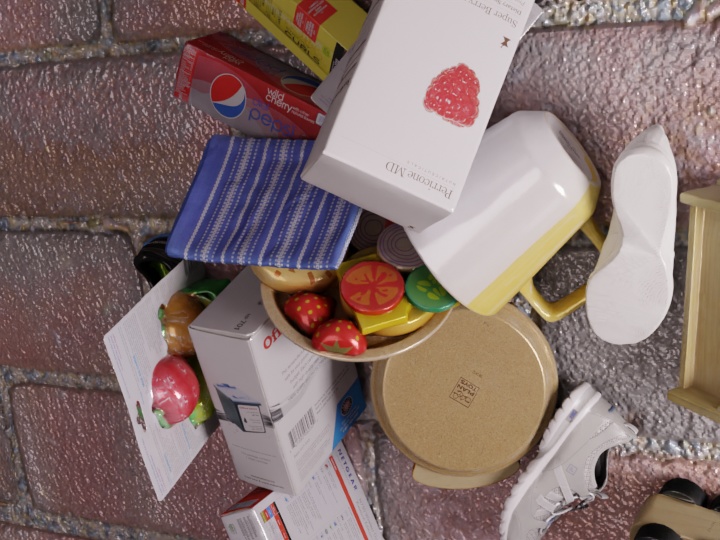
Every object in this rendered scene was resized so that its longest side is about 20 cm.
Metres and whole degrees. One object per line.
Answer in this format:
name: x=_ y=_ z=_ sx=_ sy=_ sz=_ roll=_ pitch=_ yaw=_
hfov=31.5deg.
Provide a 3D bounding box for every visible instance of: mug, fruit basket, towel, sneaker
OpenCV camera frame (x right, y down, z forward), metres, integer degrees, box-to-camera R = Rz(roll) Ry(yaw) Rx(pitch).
mug: x=0.145 y=-0.058 z=1.170 sx=0.153 sy=0.186 sz=0.151 roll=-38 pitch=52 yaw=22
fruit basket: x=-0.189 y=0.099 z=1.297 sx=0.092 sy=0.200 sz=0.188 roll=-1 pitch=117 yaw=29
towel: x=-0.086 y=-0.069 z=1.215 sx=0.197 sy=0.146 sz=0.024 roll=4 pitch=149 yaw=29
sneaker: x=-0.190 y=0.054 z=1.428 sx=0.070 sy=0.083 sz=0.201 roll=-33 pitch=89 yaw=34
sneaker: x=0.199 y=0.211 z=1.243 sx=0.081 sy=0.074 sz=0.202 roll=33 pitch=120 yaw=19
sneaker: x=0.249 y=-0.031 z=1.128 sx=0.074 sy=0.089 sz=0.203 roll=14 pitch=124 yaw=14

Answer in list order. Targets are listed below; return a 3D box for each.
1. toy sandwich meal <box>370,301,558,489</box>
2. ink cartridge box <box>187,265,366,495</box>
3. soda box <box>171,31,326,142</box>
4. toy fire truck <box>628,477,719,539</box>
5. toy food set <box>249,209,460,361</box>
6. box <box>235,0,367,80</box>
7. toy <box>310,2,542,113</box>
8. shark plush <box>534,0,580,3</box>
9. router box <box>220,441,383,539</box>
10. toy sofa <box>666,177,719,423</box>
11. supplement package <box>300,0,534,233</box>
toy sandwich meal: x=0.104 y=0.114 z=1.258 sx=0.201 sy=0.070 sz=0.209 roll=1 pitch=103 yaw=5
ink cartridge box: x=-0.080 y=0.101 z=1.304 sx=0.085 sy=0.147 sz=0.202 roll=7 pitch=128 yaw=33
soda box: x=-0.092 y=-0.172 z=1.299 sx=0.198 sy=0.070 sz=0.064 roll=29 pitch=120 yaw=20
toy fire truck: x=0.330 y=0.325 z=1.185 sx=0.174 sy=0.129 sz=0.203 roll=14 pitch=124 yaw=27
toy food set: x=0.000 y=0.000 z=1.209 sx=0.049 sy=0.195 sz=0.201 roll=87 pitch=162 yaw=-48
box: x=-0.045 y=-0.244 z=1.243 sx=0.200 sy=0.050 sz=0.076 roll=44 pitch=154 yaw=11
toy: x=0.059 y=-0.198 z=1.170 sx=0.115 sy=0.047 sz=0.201 roll=40 pitch=95 yaw=-7
shark plush: x=0.223 y=-0.295 z=1.091 sx=0.200 sy=0.090 sz=0.084 roll=-48 pitch=58 yaw=54
router box: x=-0.044 y=0.310 z=1.365 sx=0.048 sy=0.179 sz=0.203 roll=-20 pitch=95 yaw=34
toy sofa: x=0.332 y=0.026 z=1.107 sx=0.082 sy=0.096 sz=0.203 roll=22 pitch=119 yaw=51
supplement package: x=0.047 y=-0.152 z=1.066 sx=0.120 sy=0.120 sz=0.203 roll=23 pitch=80 yaw=-8
